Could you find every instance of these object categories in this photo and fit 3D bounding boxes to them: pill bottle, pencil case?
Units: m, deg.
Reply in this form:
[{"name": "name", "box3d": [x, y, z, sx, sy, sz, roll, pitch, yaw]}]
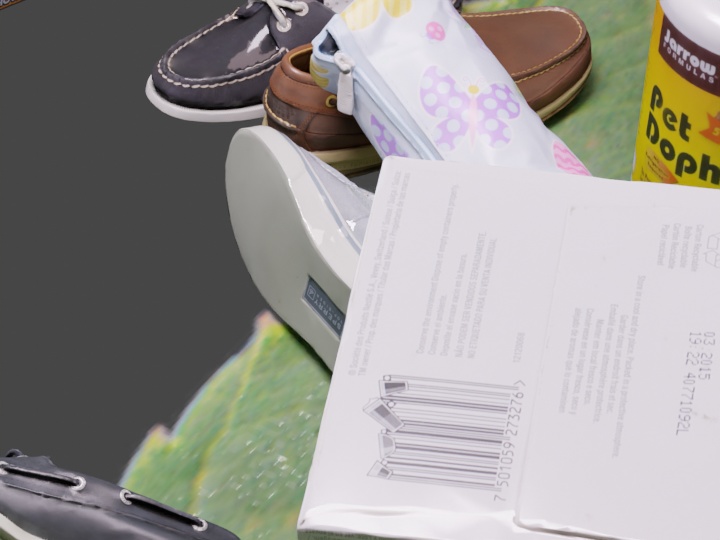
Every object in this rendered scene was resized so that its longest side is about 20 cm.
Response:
[{"name": "pill bottle", "box3d": [0.197, -0.097, 1.433, 0.108, 0.201, 0.110, 2, 41, -2]}, {"name": "pencil case", "box3d": [0.058, -0.054, 1.420, 0.200, 0.083, 0.091, 53, 18, 17]}]

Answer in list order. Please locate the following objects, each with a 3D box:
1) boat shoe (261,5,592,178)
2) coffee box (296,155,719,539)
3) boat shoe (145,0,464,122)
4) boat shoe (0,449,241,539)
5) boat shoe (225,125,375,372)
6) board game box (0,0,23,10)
[{"name": "boat shoe", "box3d": [0.040, -0.106, 1.532, 0.199, 0.068, 0.072, -18, 45, -23]}, {"name": "coffee box", "box3d": [0.094, 0.099, 1.181, 0.198, 0.199, 0.200, 5, 48, 10]}, {"name": "boat shoe", "box3d": [-0.027, -0.137, 1.567, 0.199, 0.061, 0.074, -19, 47, -24]}, {"name": "boat shoe", "box3d": [-0.141, 0.113, 1.265, 0.198, 0.075, 0.066, 13, 40, 9]}, {"name": "boat shoe", "box3d": [0.000, 0.000, 1.419, 0.071, 0.070, 0.201, -7, 43, -33]}, {"name": "board game box", "box3d": [-0.247, -0.204, 1.548, 0.199, 0.166, 0.057, -27, 49, -30]}]
